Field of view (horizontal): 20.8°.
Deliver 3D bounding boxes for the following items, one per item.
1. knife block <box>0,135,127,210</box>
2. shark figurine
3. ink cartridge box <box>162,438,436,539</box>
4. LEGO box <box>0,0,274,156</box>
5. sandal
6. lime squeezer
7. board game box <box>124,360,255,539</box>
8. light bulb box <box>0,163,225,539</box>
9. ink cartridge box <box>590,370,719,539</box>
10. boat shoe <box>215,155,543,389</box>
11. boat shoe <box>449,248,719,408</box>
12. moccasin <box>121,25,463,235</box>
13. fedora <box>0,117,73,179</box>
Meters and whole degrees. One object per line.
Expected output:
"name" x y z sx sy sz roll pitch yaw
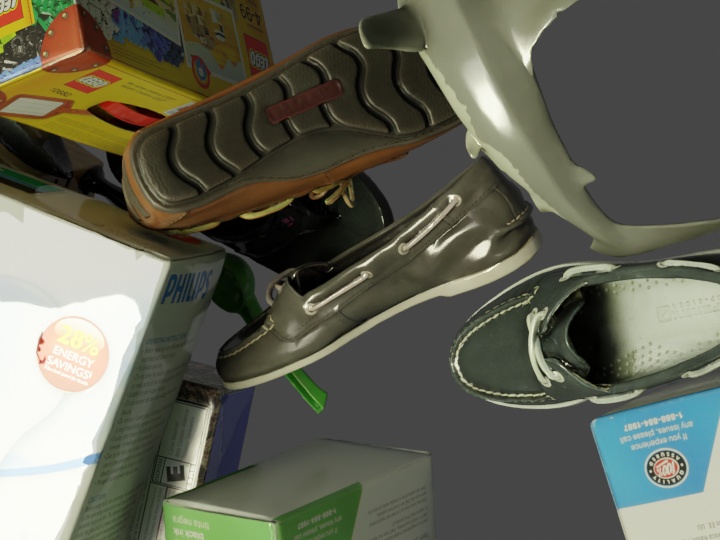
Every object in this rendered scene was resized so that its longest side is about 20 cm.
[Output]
"knife block" -0.199 -0.050 1.197 0.200 0.175 0.064 -106 34 -61
"shark figurine" 0.085 -0.090 0.931 0.089 0.128 0.215 -38 84 26
"ink cartridge box" -0.026 0.208 1.065 0.084 0.146 0.201 4 102 36
"LEGO box" -0.129 -0.146 1.007 0.077 0.200 0.150 -18 76 23
"sandal" -0.072 -0.041 1.106 0.200 0.048 0.076 20 112 29
"lime squeezer" -0.105 0.014 1.116 0.199 0.071 0.038 24 160 -11
"board game box" -0.178 0.118 1.122 0.199 0.097 0.160 14 94 8
"light bulb box" -0.201 0.050 1.011 0.197 0.125 0.201 21 95 7
"ink cartridge box" 0.213 0.141 0.917 0.146 0.086 0.201 -18 90 37
"boat shoe" 0.000 0.000 1.036 0.199 0.067 0.057 -25 105 22
"boat shoe" 0.118 0.029 0.977 0.199 0.060 0.076 -20 85 36
"moccasin" -0.025 -0.068 0.998 0.074 0.201 0.078 59 166 8
"fedora" -0.193 -0.151 1.119 0.091 0.201 0.201 -34 78 4
